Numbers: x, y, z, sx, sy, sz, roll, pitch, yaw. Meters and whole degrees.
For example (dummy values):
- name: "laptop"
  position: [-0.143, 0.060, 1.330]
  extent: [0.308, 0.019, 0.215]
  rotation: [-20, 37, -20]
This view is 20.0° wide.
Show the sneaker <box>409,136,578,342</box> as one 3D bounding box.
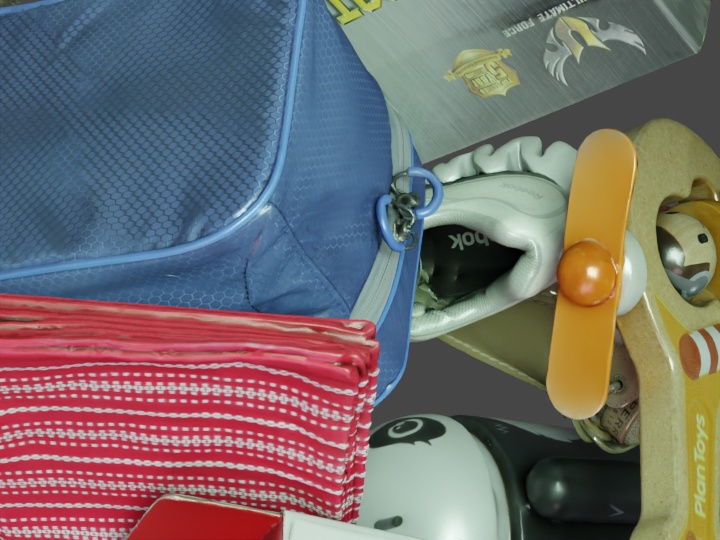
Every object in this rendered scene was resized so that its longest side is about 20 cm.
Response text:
- name: "sneaker"
  position: [0.000, 0.000, 0.832]
  extent: [0.198, 0.081, 0.076]
  rotation: [-16, 106, 25]

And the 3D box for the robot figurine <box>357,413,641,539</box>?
- name: "robot figurine"
  position: [0.074, 0.128, 0.927]
  extent: [0.198, 0.125, 0.151]
  rotation: [9, 111, -29]

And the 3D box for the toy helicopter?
- name: "toy helicopter"
  position: [0.114, 0.035, 0.755]
  extent: [0.078, 0.202, 0.132]
  rotation: [-17, 148, 37]

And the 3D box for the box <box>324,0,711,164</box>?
- name: "box"
  position: [0.003, -0.113, 0.744]
  extent: [0.199, 0.049, 0.158]
  rotation: [-19, 128, 38]

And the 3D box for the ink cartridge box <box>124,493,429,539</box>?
- name: "ink cartridge box"
  position: [-0.024, 0.171, 0.789]
  extent: [0.174, 0.085, 0.200]
  rotation: [14, 150, -14]

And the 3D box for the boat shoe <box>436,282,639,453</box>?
- name: "boat shoe"
  position: [0.115, 0.041, 0.872]
  extent: [0.198, 0.065, 0.072]
  rotation: [17, 142, 2]

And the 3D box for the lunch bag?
- name: "lunch bag"
  position: [-0.066, -0.016, 0.737]
  extent: [0.198, 0.137, 0.133]
  rotation: [-7, 142, 22]

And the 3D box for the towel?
- name: "towel"
  position: [-0.068, 0.063, 0.709]
  extent: [0.143, 0.023, 0.200]
  rotation: [5, 152, 0]
